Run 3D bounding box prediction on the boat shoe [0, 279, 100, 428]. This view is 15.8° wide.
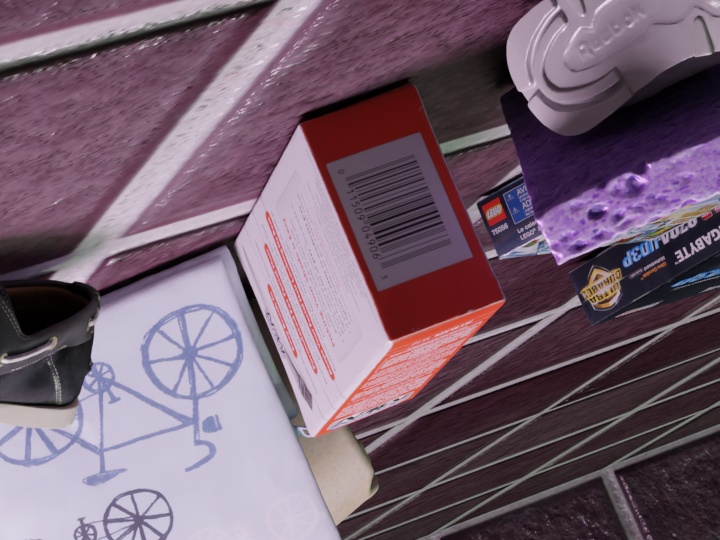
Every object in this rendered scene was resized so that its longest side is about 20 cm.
[{"bbox_3d":[-0.188,0.027,1.146,0.200,0.072,0.068,7,112,-58],"label":"boat shoe"}]

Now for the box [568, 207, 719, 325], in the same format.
[{"bbox_3d":[0.270,-0.027,1.867,0.200,0.046,0.159,-13,166,-46],"label":"box"}]

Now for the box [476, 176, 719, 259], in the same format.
[{"bbox_3d":[0.176,-0.057,1.529,0.137,0.040,0.200,-28,169,31],"label":"box"}]

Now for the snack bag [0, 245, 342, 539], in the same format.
[{"bbox_3d":[-0.116,0.110,1.348,0.188,0.200,0.021,-24,-163,-2],"label":"snack bag"}]

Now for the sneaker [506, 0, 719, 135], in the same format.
[{"bbox_3d":[0.152,-0.123,1.083,0.200,0.076,0.080,-22,180,43],"label":"sneaker"}]

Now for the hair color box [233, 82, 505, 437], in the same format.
[{"bbox_3d":[0.000,0.000,1.238,0.064,0.111,0.200,-20,170,-17],"label":"hair color box"}]

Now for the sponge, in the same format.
[{"bbox_3d":[0.124,-0.066,1.153,0.111,0.030,0.200,-25,-162,7],"label":"sponge"}]

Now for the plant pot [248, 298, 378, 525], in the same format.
[{"bbox_3d":[-0.098,0.118,1.475,0.183,0.201,0.200,-33,171,-6],"label":"plant pot"}]
